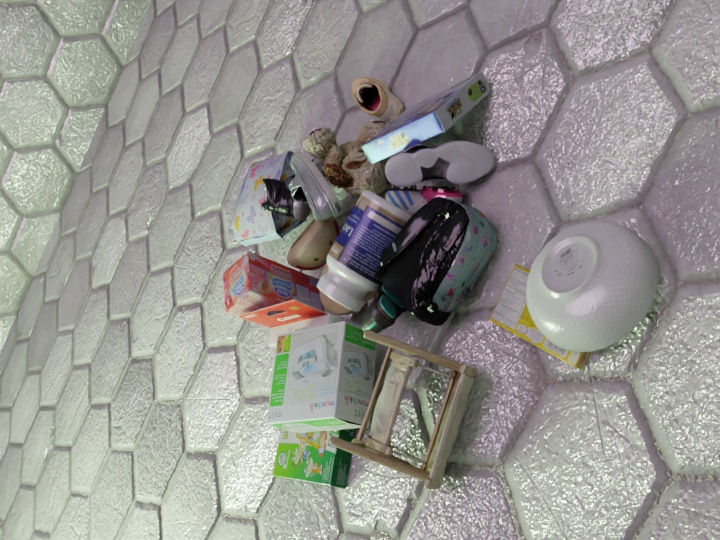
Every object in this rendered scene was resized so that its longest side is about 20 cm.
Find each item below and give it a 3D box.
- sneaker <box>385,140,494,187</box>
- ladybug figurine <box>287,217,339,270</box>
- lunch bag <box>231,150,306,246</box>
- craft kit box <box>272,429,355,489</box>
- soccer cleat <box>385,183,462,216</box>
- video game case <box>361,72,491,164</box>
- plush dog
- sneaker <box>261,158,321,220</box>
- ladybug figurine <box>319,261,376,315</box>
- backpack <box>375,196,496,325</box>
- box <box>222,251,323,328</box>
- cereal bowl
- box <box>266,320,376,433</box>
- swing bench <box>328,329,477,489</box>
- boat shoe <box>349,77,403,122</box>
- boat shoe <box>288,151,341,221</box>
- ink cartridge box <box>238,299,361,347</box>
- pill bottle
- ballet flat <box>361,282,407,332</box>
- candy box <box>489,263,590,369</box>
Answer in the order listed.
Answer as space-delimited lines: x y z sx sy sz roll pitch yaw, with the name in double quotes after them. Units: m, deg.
0.146 -0.201 1.600 0.114 0.196 0.077 -63 -34 -74 "sneaker"
-0.091 -0.054 1.808 0.136 0.072 0.200 -49 7 3 "ladybug figurine"
-0.201 -0.153 2.007 0.168 0.126 0.203 -11 54 49 "lunch bag"
-0.086 0.314 1.705 0.196 0.048 0.204 -10 65 53 "craft kit box"
0.119 -0.117 1.636 0.199 0.069 0.088 11 100 54 "soccer cleat"
0.123 -0.284 1.632 0.198 0.046 0.181 -17 19 48 "video game case"
-0.006 -0.205 1.769 0.172 0.196 0.163 -124 29 -58 "plush dog"
-0.150 -0.186 1.882 0.201 0.112 0.076 -72 -14 -51 "sneaker"
0.000 0.000 1.704 0.136 0.072 0.201 43 103 33 "ladybug figurine"
0.140 -0.025 1.506 0.167 0.126 0.202 42 106 40 "backpack"
-0.181 0.054 1.817 0.094 0.198 0.104 -36 49 33 "box"
0.321 0.011 1.259 0.198 0.083 0.203 -28 46 32 "cereal bowl"
-0.071 0.204 1.622 0.198 0.096 0.180 -13 62 45 "box"
0.082 0.230 1.444 0.197 0.130 0.202 18 86 24 "swing bench"
0.022 -0.378 1.870 0.074 0.069 0.200 -59 37 13 "boat shoe"
-0.109 -0.169 1.754 0.071 0.071 0.201 -30 47 -7 "boat shoe"
-0.123 0.118 1.732 0.198 0.174 0.046 -16 61 47 "ink cartridge box"
0.007 -0.034 1.595 0.115 0.115 0.202 34 96 53 "pill bottle"
0.040 0.066 1.554 0.068 0.200 0.068 -44 86 19 "ballet flat"
0.289 0.068 1.351 0.199 0.026 0.103 31 94 53 "candy box"
